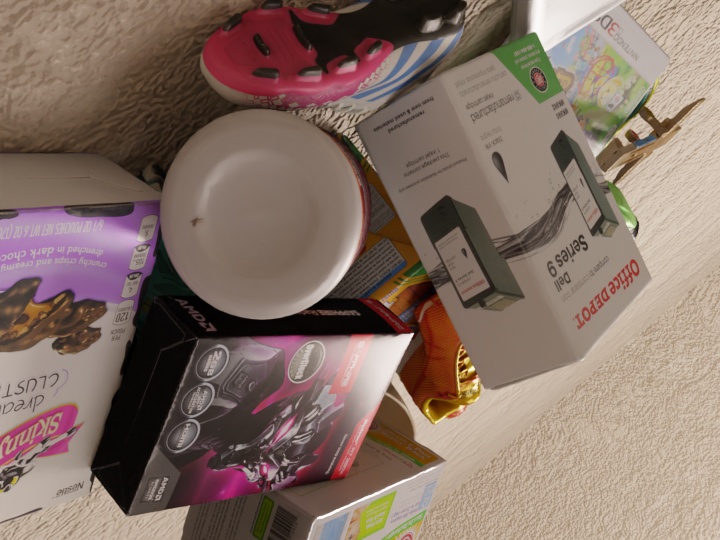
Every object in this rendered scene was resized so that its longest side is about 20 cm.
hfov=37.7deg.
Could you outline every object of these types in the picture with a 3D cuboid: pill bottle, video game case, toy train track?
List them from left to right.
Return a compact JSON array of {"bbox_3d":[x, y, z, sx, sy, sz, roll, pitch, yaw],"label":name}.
[{"bbox_3d":[-0.048,-0.037,0.638,0.109,0.110,0.200,-40,-178,5],"label":"pill bottle"},{"bbox_3d":[0.157,-0.132,0.874,0.181,0.022,0.201,22,109,-49],"label":"video game case"},{"bbox_3d":[0.250,-0.122,0.959,0.115,0.033,0.199,-48,168,31],"label":"toy train track"}]

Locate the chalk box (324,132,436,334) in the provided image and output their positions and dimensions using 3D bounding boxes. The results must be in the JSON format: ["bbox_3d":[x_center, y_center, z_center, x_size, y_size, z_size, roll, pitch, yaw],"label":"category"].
[{"bbox_3d":[0.000,0.000,0.856,0.124,0.125,0.200,-39,161,5],"label":"chalk box"}]

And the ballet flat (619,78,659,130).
[{"bbox_3d":[0.235,-0.160,1.034,0.067,0.066,0.201,-51,174,-36],"label":"ballet flat"}]

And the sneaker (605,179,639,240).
[{"bbox_3d":[0.179,-0.045,1.013,0.083,0.199,0.078,30,79,-38],"label":"sneaker"}]

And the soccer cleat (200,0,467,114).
[{"bbox_3d":[-0.014,-0.121,0.641,0.198,0.070,0.087,-24,156,-36],"label":"soccer cleat"}]

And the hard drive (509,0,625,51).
[{"bbox_3d":[0.160,-0.244,0.705,0.131,0.026,0.201,-33,152,-14],"label":"hard drive"}]

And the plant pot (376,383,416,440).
[{"bbox_3d":[-0.061,0.130,0.984,0.197,0.135,0.202,-11,132,-12],"label":"plant pot"}]

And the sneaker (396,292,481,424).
[{"bbox_3d":[0.079,0.059,0.832,0.072,0.078,0.201,-29,158,-18],"label":"sneaker"}]

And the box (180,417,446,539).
[{"bbox_3d":[-0.034,0.187,0.808,0.199,0.101,0.114,-6,118,-58],"label":"box"}]

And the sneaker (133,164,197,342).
[{"bbox_3d":[-0.142,0.008,0.703,0.079,0.078,0.201,-20,155,-20],"label":"sneaker"}]

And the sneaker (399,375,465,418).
[{"bbox_3d":[0.068,0.040,0.981,0.072,0.202,0.077,11,142,-25],"label":"sneaker"}]

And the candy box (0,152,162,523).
[{"bbox_3d":[-0.206,0.043,0.566,0.167,0.071,0.202,-11,126,-54],"label":"candy box"}]

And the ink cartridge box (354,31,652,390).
[{"bbox_3d":[0.104,-0.043,0.723,0.083,0.202,0.146,-23,-173,41],"label":"ink cartridge box"}]

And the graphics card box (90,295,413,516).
[{"bbox_3d":[-0.063,0.080,0.674,0.198,0.051,0.127,4,117,-49],"label":"graphics card box"}]

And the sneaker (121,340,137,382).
[{"bbox_3d":[-0.209,0.077,0.708,0.197,0.076,0.088,-7,137,-20],"label":"sneaker"}]
